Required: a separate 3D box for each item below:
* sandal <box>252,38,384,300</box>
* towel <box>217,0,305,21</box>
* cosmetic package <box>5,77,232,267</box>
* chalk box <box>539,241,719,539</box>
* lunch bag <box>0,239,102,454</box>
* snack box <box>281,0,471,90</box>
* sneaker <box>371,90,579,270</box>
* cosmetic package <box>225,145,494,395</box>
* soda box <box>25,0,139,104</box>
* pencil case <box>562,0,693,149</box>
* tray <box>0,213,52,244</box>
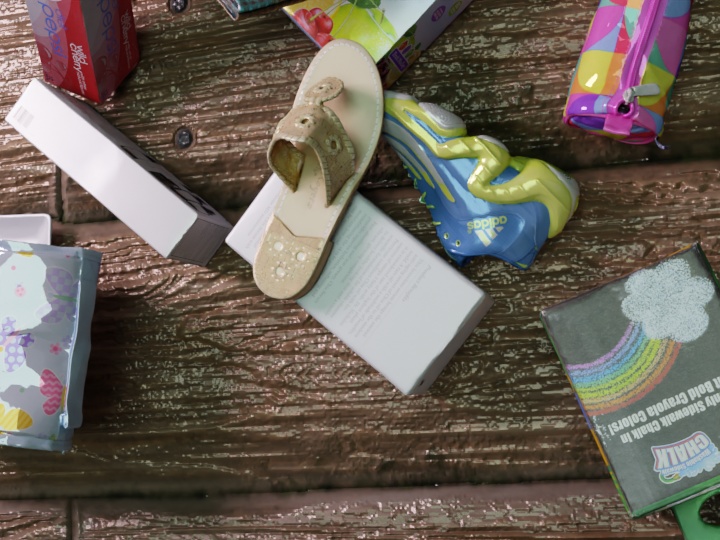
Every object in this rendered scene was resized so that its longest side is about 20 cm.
[{"bbox_3d":[-0.038,-0.082,0.795,0.077,0.070,0.214,17,89,15],"label":"sandal"},{"bbox_3d":[-0.100,-0.283,0.812,0.200,0.146,0.022,50,141,14],"label":"towel"},{"bbox_3d":[-0.209,-0.085,0.909,0.200,0.083,0.051,39,93,14],"label":"cosmetic package"},{"bbox_3d":[0.228,0.100,0.758,0.124,0.124,0.202,-24,81,11],"label":"chalk box"},{"bbox_3d":[-0.309,0.062,0.879,0.198,0.127,0.172,1,83,25],"label":"lunch bag"},{"bbox_3d":[0.019,-0.275,0.872,0.200,0.068,0.169,-46,75,5],"label":"snack box"},{"bbox_3d":[0.070,-0.067,0.837,0.199,0.076,0.106,27,93,14],"label":"sneaker"},{"bbox_3d":[0.000,0.000,0.851,0.200,0.071,0.102,40,95,15],"label":"cosmetic package"},{"bbox_3d":[-0.237,-0.239,0.868,0.063,0.201,0.070,22,56,13],"label":"soda box"},{"bbox_3d":[0.219,-0.195,0.805,0.088,0.088,0.202,15,88,15],"label":"pencil case"},{"bbox_3d":[-0.330,0.050,0.959,0.106,0.022,0.202,0,85,14],"label":"tray"}]
